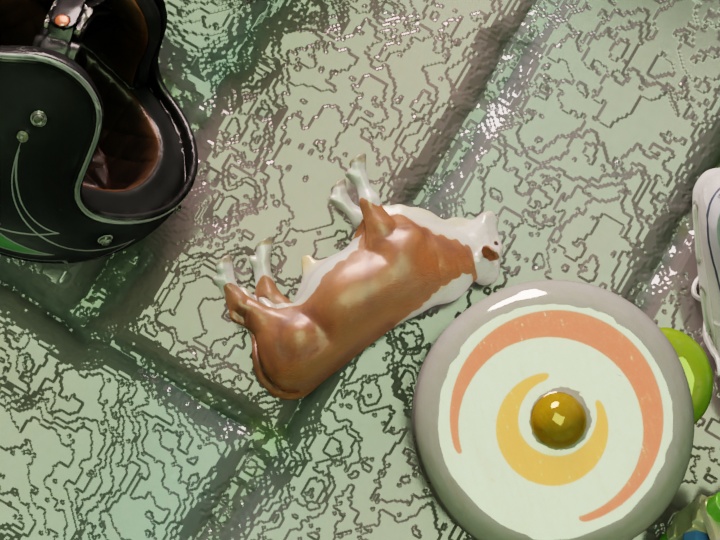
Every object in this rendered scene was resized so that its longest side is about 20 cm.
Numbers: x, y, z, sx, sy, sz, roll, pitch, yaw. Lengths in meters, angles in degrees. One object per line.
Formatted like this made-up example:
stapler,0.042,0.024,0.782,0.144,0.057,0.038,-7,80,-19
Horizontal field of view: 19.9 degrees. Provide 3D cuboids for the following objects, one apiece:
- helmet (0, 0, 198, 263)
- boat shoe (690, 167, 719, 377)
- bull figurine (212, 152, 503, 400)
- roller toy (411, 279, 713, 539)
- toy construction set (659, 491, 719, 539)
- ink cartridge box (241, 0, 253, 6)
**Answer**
helmet,-0.208,-0.100,1.342,0.200,0.200,0.191,-2,129,-1
boat shoe,0.259,0.021,1.398,0.075,0.086,0.202,-22,115,-7
bull figurine,0.000,0.000,1.399,0.200,0.065,0.121,-36,83,-6
roller toy,0.123,0.101,1.353,0.182,0.140,0.200,29,86,2
toy construction set,0.271,0.218,1.357,0.200,0.092,0.131,38,47,-21
ink cartridge box,-0.107,-0.306,1.412,0.200,0.084,0.145,40,85,2
